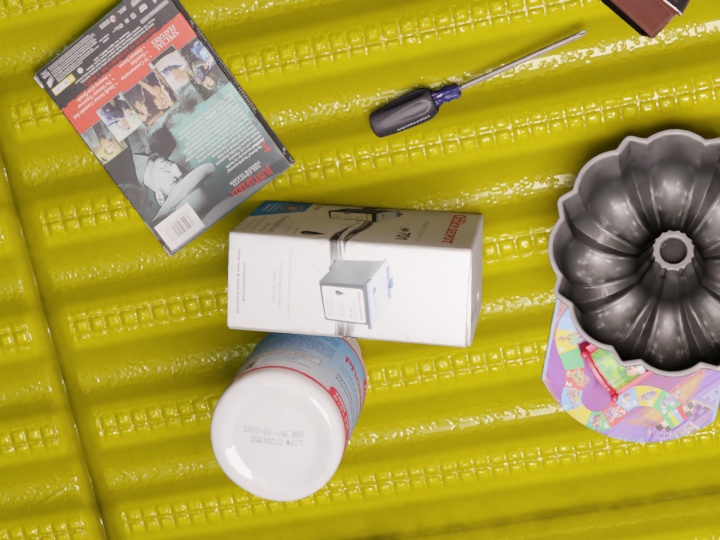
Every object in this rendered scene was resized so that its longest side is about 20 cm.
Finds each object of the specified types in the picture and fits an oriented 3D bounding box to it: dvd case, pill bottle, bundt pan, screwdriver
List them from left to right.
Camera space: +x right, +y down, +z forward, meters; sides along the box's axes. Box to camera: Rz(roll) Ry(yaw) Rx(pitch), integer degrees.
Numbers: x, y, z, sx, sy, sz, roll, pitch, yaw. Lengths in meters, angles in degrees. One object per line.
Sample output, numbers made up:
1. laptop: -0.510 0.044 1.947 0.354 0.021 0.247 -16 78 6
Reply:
1. dvd case: -0.171 -0.133 1.253 0.145 0.022 0.201 -35 96 16
2. pill bottle: -0.052 0.106 1.204 0.107 0.200 0.110 2 106 8
3. screwdriver: 0.099 -0.156 1.202 0.198 0.028 0.029 -19 132 12
4. bundt pan: 0.253 -0.006 1.163 0.199 0.076 0.205 -3 74 10

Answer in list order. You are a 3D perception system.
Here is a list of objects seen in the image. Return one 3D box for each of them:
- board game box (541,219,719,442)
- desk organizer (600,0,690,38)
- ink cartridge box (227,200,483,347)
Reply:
1. board game box: 0.242 0.058 1.228 0.156 0.039 0.203 11 106 6
2. desk organizer: 0.164 -0.257 1.129 0.199 0.072 0.077 40 135 -3
3. ink cartridge box: 0.000 0.000 1.196 0.197 0.147 0.087 3 104 8
